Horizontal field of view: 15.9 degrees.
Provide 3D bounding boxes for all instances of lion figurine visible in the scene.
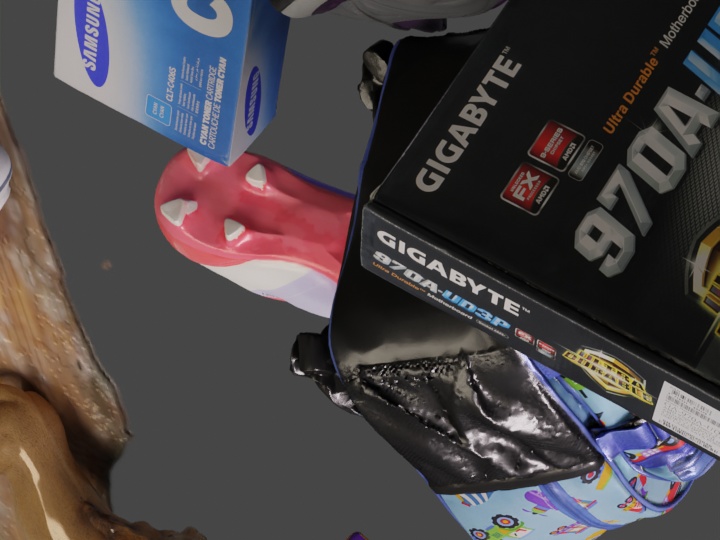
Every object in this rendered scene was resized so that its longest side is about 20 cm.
[{"bbox_3d":[-0.163,0.125,1.391,0.200,0.072,0.122,49,134,-6],"label":"lion figurine"}]

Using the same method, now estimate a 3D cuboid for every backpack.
[{"bbox_3d":[0.082,0.019,1.006,0.134,0.183,0.200,-10,138,29],"label":"backpack"}]

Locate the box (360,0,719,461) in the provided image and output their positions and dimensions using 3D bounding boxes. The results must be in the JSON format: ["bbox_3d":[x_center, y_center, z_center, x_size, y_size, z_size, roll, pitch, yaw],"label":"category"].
[{"bbox_3d":[0.117,-0.047,0.885,0.159,0.200,0.046,29,153,13],"label":"box"}]

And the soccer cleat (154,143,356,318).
[{"bbox_3d":[0.000,0.000,1.151,0.199,0.067,0.076,23,171,11],"label":"soccer cleat"}]

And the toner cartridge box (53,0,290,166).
[{"bbox_3d":[-0.074,-0.141,1.072,0.095,0.043,0.200,28,141,15],"label":"toner cartridge box"}]

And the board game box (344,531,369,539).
[{"bbox_3d":[-0.014,0.301,1.340,0.200,0.200,0.200,39,142,-1],"label":"board game box"}]

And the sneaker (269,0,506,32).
[{"bbox_3d":[0.041,-0.138,0.954,0.087,0.075,0.200,14,165,-23],"label":"sneaker"}]

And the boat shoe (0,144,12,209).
[{"bbox_3d":[-0.214,-0.015,1.299,0.065,0.074,0.200,44,152,-15],"label":"boat shoe"}]
